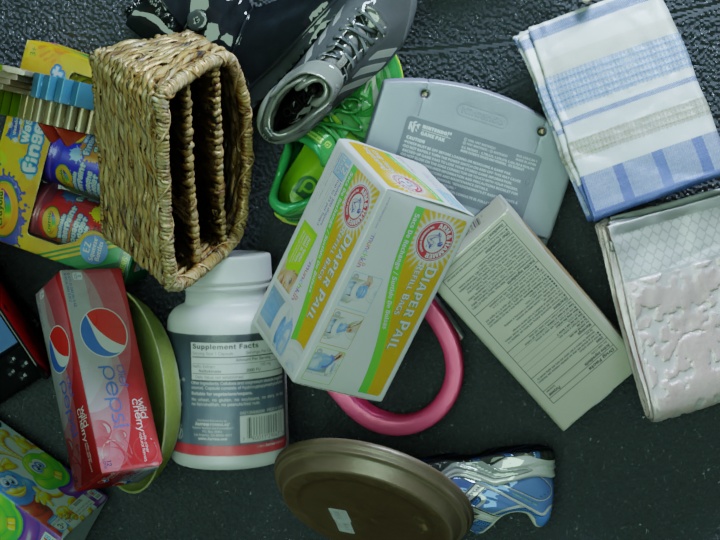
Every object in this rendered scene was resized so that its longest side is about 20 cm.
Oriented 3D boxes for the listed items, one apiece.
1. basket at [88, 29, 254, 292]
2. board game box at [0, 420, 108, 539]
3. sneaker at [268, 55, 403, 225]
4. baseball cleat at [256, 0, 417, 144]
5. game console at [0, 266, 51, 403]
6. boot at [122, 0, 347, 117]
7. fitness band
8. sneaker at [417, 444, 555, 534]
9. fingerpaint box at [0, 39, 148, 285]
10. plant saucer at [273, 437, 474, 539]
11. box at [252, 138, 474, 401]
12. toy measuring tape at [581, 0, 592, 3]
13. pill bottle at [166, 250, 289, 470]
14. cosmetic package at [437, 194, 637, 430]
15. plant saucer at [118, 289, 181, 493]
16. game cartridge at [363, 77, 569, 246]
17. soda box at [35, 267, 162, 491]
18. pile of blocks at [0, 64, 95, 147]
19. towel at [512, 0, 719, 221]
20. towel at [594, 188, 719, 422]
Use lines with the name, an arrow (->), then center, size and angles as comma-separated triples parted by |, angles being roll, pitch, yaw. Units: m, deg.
basket -> -0.152, -0.103, 1.364 | 0.142, 0.149, 0.202 | -15, 119, -30
board game box -> -0.378, 0.230, 1.518 | 0.199, 0.105, 0.103 | 34, 112, 6
sneaker -> -0.022, -0.129, 1.436 | 0.074, 0.084, 0.201 | 32, 99, 10
baseball cleat -> -0.014, -0.189, 1.358 | 0.070, 0.106, 0.200 | 40, 89, -9
game console -> -0.396, 0.041, 1.480 | 0.172, 0.119, 0.201 | -30, 95, 24
boot -> -0.115, -0.258, 1.444 | 0.200, 0.076, 0.168 | -43, 91, 17
fitness band -> 0.017, 0.068, 1.473 | 0.143, 0.037, 0.200 | -40, 87, 12
sneaker -> 0.093, 0.218, 1.453 | 0.198, 0.076, 0.078 | -7, 91, 13
fingerpaint box -> -0.272, -0.108, 1.489 | 0.166, 0.073, 0.202 | 19, 98, 8
plant saucer -> 0.009, 0.222, 1.423 | 0.198, 0.201, 0.030 | 13, 57, 9
box -> 0.000, 0.000, 1.359 | 0.101, 0.113, 0.201 | 15, 109, -33
toy measuring tape -> 0.132, -0.311, 1.399 | 0.073, 0.074, 0.200 | -40, 87, 11
pill bottle -> -0.130, 0.084, 1.459 | 0.118, 0.120, 0.202 | 0, 95, 10
cosmetic package -> 0.161, 0.039, 1.403 | 0.105, 0.071, 0.200 | -39, 102, 9
plant saucer -> -0.222, 0.116, 1.470 | 0.031, 0.199, 0.202 | -5, 96, -33
game cartridge -> 0.101, -0.106, 1.421 | 0.198, 0.041, 0.134 | 17, 105, -5
soda box -> -0.248, 0.101, 1.414 | 0.063, 0.070, 0.202 | -35, 65, 48
pile of blocks -> -0.302, -0.154, 1.411 | 0.198, 0.082, 0.063 | 13, 94, 9
towel -> 0.241, -0.156, 1.384 | 0.146, 0.024, 0.202 | -20, 76, 2
towel -> 0.332, 0.021, 1.378 | 0.198, 0.032, 0.193 | -16, 90, -9
